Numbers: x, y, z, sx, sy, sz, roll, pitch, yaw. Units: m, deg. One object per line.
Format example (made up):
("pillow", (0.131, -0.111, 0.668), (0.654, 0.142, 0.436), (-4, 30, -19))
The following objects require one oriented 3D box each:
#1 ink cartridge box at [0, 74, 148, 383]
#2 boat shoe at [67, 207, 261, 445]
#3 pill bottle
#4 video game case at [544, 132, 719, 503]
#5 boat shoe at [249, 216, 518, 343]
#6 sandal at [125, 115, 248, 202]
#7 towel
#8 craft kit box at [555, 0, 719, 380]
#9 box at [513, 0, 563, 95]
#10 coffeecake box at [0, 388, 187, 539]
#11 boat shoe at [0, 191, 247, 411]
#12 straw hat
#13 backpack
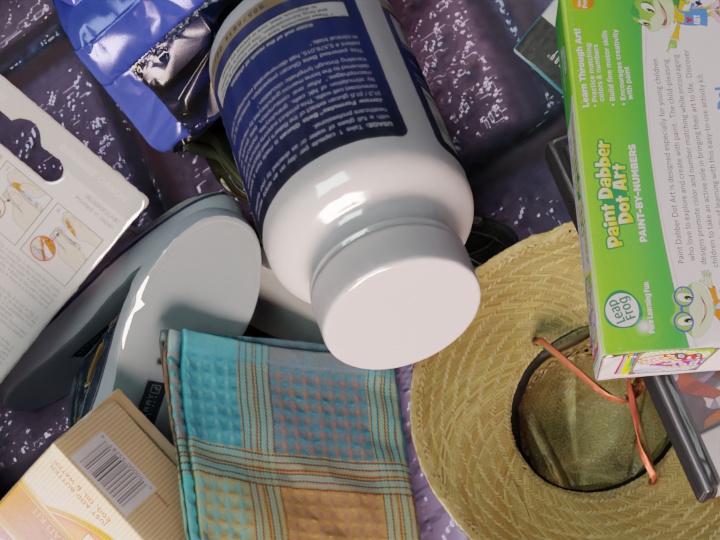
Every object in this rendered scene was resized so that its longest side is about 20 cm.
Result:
("ink cartridge box", (-0.239, -0.024, 1.089), (0.162, 0.050, 0.200), (40, 104, -8))
("boat shoe", (-0.123, 0.042, 1.090), (0.201, 0.070, 0.091), (-64, 25, 16))
("pill bottle", (-0.006, -0.051, 0.972), (0.111, 0.111, 0.201), (-34, 49, 16))
("video game case", (0.214, -0.007, 0.953), (0.179, 0.026, 0.201), (-20, 72, -5))
("boat shoe", (0.000, 0.000, 1.077), (0.199, 0.071, 0.064), (2, 49, 34))
("sandal", (-0.063, -0.078, 1.121), (0.080, 0.058, 0.200), (-41, 44, -19))
("towel", (-0.031, 0.125, 1.009), (0.022, 0.146, 0.201), (-46, 44, 47))
("craft kit box", (0.204, -0.052, 0.935), (0.196, 0.049, 0.202), (-3, 70, -2))
("box", (0.181, -0.168, 1.023), (0.082, 0.049, 0.200), (44, 100, 24))
("coffeecake box", (-0.150, 0.190, 1.044), (0.154, 0.073, 0.200), (45, 123, 2))
("boat shoe", (-0.158, -0.003, 1.148), (0.202, 0.074, 0.087), (-39, 64, 25))
("straw hat", (0.124, 0.077, 0.985), (0.199, 0.085, 0.203), (0, 71, 1))
("backpack", (-0.084, -0.195, 1.071), (0.199, 0.168, 0.163), (-35, 44, 3))
